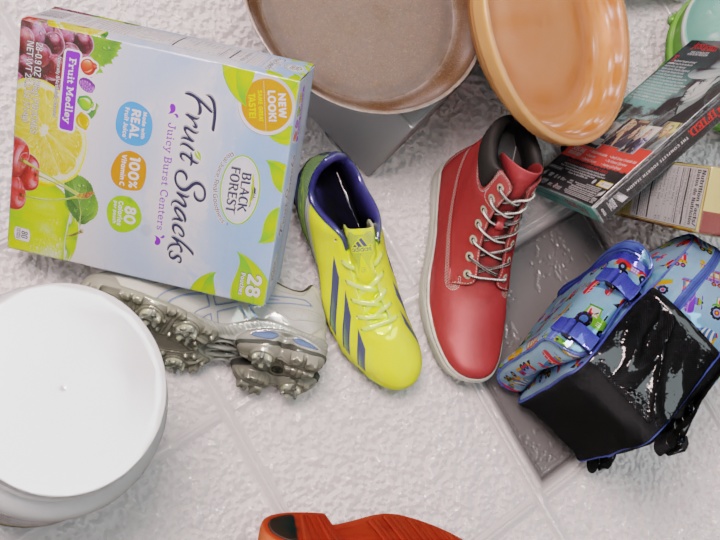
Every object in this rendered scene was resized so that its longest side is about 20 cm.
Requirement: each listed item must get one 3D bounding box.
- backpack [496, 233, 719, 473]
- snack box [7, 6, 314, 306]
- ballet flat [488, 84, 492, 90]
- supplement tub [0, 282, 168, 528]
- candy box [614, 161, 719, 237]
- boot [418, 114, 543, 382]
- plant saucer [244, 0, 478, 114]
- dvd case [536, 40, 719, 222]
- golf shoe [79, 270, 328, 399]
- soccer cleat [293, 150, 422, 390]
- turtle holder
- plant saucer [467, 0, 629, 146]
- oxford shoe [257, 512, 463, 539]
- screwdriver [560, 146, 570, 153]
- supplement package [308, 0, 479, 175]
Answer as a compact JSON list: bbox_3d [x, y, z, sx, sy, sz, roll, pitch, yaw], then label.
[{"bbox_3d":[0.230,0.047,0.876,0.134,0.183,0.200,43,73,3],"label":"backpack"},{"bbox_3d":[-0.144,-0.082,0.771,0.197,0.068,0.171,12,112,2],"label":"snack box"},{"bbox_3d":[0.194,-0.228,0.996,0.201,0.068,0.068,-56,142,-18],"label":"ballet flat"},{"bbox_3d":[-0.207,0.091,0.702,0.143,0.200,0.147,6,73,-22],"label":"supplement tub"},{"bbox_3d":[0.284,-0.061,0.914,0.114,0.200,0.056,7,96,-17],"label":"candy box"},{"bbox_3d":[0.104,-0.016,0.872,0.071,0.144,0.203,5,75,-18],"label":"boot"},{"bbox_3d":[0.002,-0.210,0.821,0.197,0.032,0.203,5,74,-17],"label":"plant saucer"},{"bbox_3d":[0.246,-0.123,0.910,0.200,0.146,0.022,-42,107,-1],"label":"dvd case"},{"bbox_3d":[-0.119,0.029,0.836,0.197,0.078,0.098,19,51,-16],"label":"golf shoe"},{"bbox_3d":[-0.001,0.000,0.864,0.064,0.084,0.203,-19,83,-22],"label":"soccer cleat"},{"bbox_3d":[0.381,-0.224,1.027,0.185,0.132,0.142,-38,89,-23],"label":"turtle holder"},{"bbox_3d":[0.148,-0.198,0.858,0.198,0.037,0.204,6,82,-44],"label":"plant saucer"},{"bbox_3d":[0.010,0.234,0.829,0.197,0.071,0.074,10,101,-19],"label":"oxford shoe"},{"bbox_3d":[0.209,-0.194,0.950,0.028,0.202,0.029,-6,34,-25],"label":"screwdriver"},{"bbox_3d":[0.046,-0.201,0.914,0.117,0.117,0.200,45,67,-3],"label":"supplement package"}]
